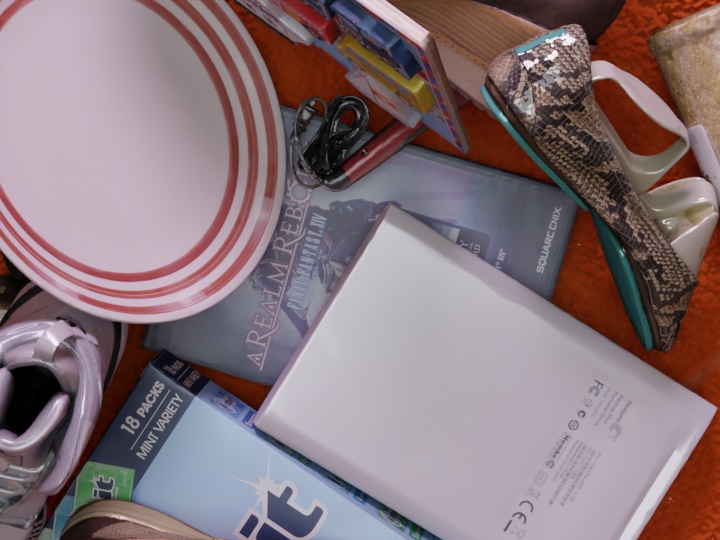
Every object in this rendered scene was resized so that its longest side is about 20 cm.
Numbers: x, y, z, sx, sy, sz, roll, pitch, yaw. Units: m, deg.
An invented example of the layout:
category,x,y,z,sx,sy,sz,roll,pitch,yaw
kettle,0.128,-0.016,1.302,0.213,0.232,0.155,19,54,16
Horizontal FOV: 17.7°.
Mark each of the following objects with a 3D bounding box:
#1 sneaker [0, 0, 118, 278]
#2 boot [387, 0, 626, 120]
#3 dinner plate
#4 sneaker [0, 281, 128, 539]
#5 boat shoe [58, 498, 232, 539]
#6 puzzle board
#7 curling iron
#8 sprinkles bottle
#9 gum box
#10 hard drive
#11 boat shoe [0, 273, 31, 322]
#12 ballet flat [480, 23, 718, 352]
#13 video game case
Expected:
category,x,y,z,sx,sy,sz,roll,pitch,yaw
sneaker,-0.140,-0.095,1.189,0.090,0.070,0.201,1,90,-19
boot,0.050,-0.188,1.123,0.200,0.072,0.167,35,109,-2
dinner plate,-0.122,-0.070,1.132,0.024,0.200,0.201,-21,94,47
sneaker,-0.181,0.096,1.121,0.075,0.115,0.200,28,100,-4
boat shoe,-0.059,0.166,1.138,0.199,0.072,0.072,17,100,4
puzzle board,-0.036,-0.133,1.104,0.200,0.151,0.017,38,83,17
curling iron,0.048,-0.105,1.179,0.200,0.026,0.050,-32,94,-2
sprinkles bottle,0.212,-0.039,1.165,0.068,0.068,0.201,-22,92,4
gum box,-0.068,0.168,1.199,0.200,0.045,0.170,33,101,0
hard drive,0.064,0.073,1.182,0.200,0.025,0.132,32,92,-8
boat shoe,-0.234,0.034,1.196,0.199,0.072,0.076,15,106,2
ballet flat,0.133,-0.041,1.133,0.075,0.068,0.200,-31,124,7
video game case,0.000,0.000,1.204,0.199,0.019,0.143,16,95,1
